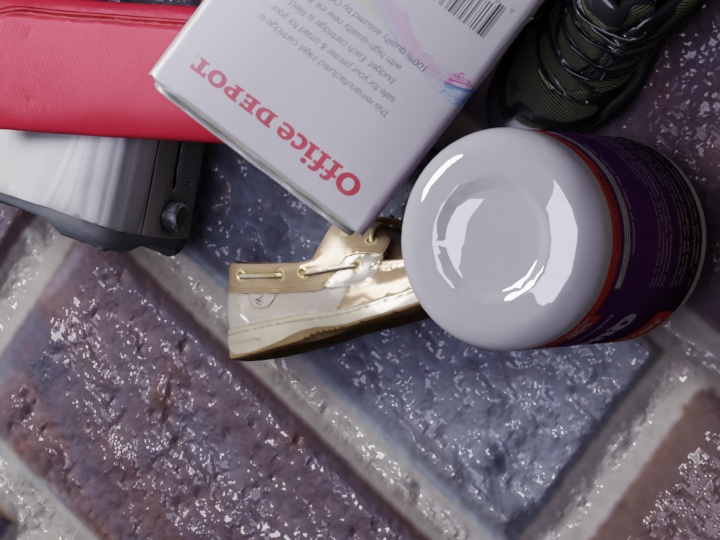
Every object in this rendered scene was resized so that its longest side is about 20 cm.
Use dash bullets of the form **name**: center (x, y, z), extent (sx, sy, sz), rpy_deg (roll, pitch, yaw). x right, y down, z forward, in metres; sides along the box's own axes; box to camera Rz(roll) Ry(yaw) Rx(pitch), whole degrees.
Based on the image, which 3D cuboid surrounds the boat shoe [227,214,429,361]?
- **boat shoe**: center (0.000, 0.000, 1.570), extent (0.200, 0.074, 0.069), rpy_deg (-16, 82, 33)

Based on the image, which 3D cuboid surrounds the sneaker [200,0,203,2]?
- **sneaker**: center (-0.062, -0.183, 1.599), extent (0.077, 0.085, 0.200), rpy_deg (-21, 82, 25)

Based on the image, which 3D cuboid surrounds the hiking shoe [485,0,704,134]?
- **hiking shoe**: center (0.131, -0.142, 1.489), extent (0.200, 0.101, 0.076), rpy_deg (-45, 71, 21)

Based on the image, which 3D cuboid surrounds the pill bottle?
- **pill bottle**: center (0.110, -0.016, 1.444), extent (0.112, 0.200, 0.113), rpy_deg (0, 91, 28)

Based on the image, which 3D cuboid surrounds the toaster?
- **toaster**: center (-0.180, -0.094, 1.648), extent (0.200, 0.114, 0.129), rpy_deg (19, 95, 25)

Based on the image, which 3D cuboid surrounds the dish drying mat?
- **dish drying mat**: center (-0.123, -0.112, 1.561), extent (0.200, 0.018, 0.077), rpy_deg (4, 98, 6)

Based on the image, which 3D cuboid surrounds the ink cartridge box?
- **ink cartridge box**: center (0.003, -0.139, 1.495), extent (0.145, 0.088, 0.200), rpy_deg (37, 93, -2)
